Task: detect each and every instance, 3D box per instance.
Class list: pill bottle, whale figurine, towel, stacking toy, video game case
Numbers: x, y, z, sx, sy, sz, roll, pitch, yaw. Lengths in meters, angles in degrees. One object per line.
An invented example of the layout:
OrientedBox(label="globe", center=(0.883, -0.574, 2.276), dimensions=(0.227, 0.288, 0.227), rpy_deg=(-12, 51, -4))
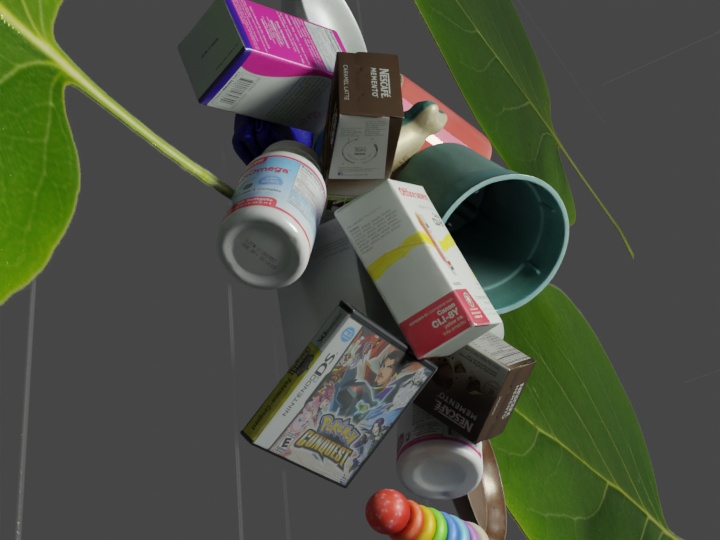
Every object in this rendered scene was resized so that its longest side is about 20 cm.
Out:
OrientedBox(label="pill bottle", center=(0.106, 0.198, 1.710), dimensions=(0.113, 0.113, 0.200), rpy_deg=(52, 27, -33))
OrientedBox(label="whale figurine", center=(0.020, -0.181, 1.759), dimensions=(0.104, 0.200, 0.159), rpy_deg=(58, 12, 16))
OrientedBox(label="towel", center=(-0.106, -0.185, 1.683), dimensions=(0.148, 0.050, 0.200), rpy_deg=(51, 27, -33))
OrientedBox(label="pill bottle", center=(-0.100, -0.073, 1.511), dimensions=(0.109, 0.109, 0.200), rpy_deg=(56, 24, -25))
OrientedBox(label="stacking toy", center=(0.078, 0.326, 1.578), dimensions=(0.200, 0.085, 0.085), rpy_deg=(37, 36, -43))
OrientedBox(label="video game case", center=(-0.018, 0.144, 1.419), dimensions=(0.025, 0.181, 0.200), rpy_deg=(38, 1, 39))

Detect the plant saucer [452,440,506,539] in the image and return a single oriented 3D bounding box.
OrientedBox(label="plant saucer", center=(0.161, 0.299, 1.819), dimensions=(0.200, 0.034, 0.200), rpy_deg=(-16, 90, -71))

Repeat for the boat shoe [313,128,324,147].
OrientedBox(label="boat shoe", center=(-0.072, -0.263, 1.805), dimensions=(0.202, 0.075, 0.086), rpy_deg=(54, 25, -35))

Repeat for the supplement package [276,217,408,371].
OrientedBox(label="supplement package", center=(-0.019, 0.056, 1.553), dimensions=(0.121, 0.120, 0.200), rpy_deg=(35, 37, -52))

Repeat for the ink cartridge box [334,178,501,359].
OrientedBox(label="ink cartridge box", center=(0.070, -0.002, 1.499), dimensions=(0.200, 0.083, 0.145), rpy_deg=(60, 16, 10))

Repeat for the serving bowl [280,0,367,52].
OrientedBox(label="serving bowl", center=(-0.063, -0.356, 1.924), dimensions=(0.200, 0.066, 0.200), rpy_deg=(49, 28, -37))

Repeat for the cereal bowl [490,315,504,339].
OrientedBox(label="cereal bowl", center=(0.120, 0.045, 1.792), dimensions=(0.200, 0.083, 0.200), rpy_deg=(30, 4, -2))

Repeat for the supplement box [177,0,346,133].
OrientedBox(label="supplement box", center=(-0.111, -0.255, 1.586), dimensions=(0.200, 0.101, 0.103), rpy_deg=(11, 46, -45))

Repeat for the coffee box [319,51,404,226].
OrientedBox(label="coffee box", center=(-0.003, -0.159, 1.582), dimensions=(0.200, 0.080, 0.114), rpy_deg=(103, -13, -50))

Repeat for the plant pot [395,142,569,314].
OrientedBox(label="plant pot", center=(0.146, -0.071, 1.710), dimensions=(0.200, 0.200, 0.196), rpy_deg=(52, -1, -33))

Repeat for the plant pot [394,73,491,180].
OrientedBox(label="plant pot", center=(0.068, -0.188, 1.917), dimensions=(0.177, 0.200, 0.200), rpy_deg=(44, 30, -23))

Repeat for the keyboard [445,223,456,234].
OrientedBox(label="keyboard", center=(0.098, -0.048, 1.872), dimensions=(0.200, 0.127, 0.021), rpy_deg=(39, 50, -29))

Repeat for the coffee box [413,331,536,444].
OrientedBox(label="coffee box", center=(0.106, 0.117, 1.617), dimensions=(0.200, 0.113, 0.080), rpy_deg=(33, 22, 25))
